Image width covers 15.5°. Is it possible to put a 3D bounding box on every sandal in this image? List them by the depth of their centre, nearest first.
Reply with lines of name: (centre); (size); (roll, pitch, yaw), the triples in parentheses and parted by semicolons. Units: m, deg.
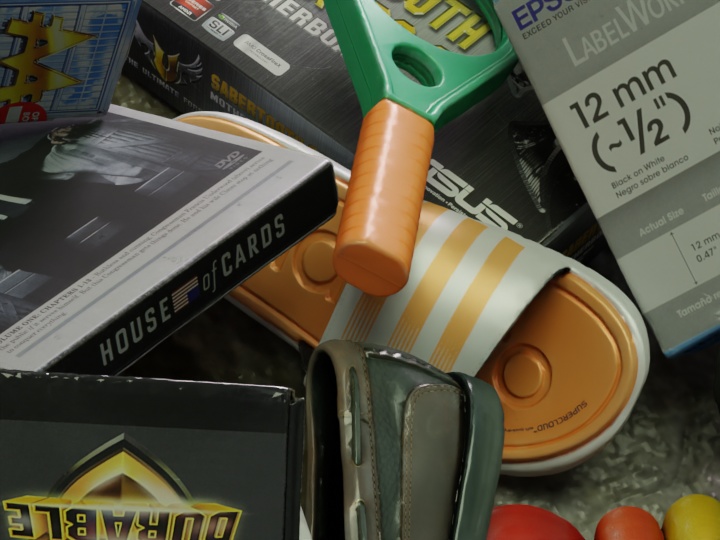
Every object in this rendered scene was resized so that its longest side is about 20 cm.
sandal: (-0.004, 0.007, 0.893); (0.206, 0.080, 0.059); (26, 10, 23)

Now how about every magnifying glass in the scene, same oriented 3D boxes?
magnifying glass: (0.016, -0.062, 0.896); (0.079, 0.022, 0.200); (28, 39, -12)

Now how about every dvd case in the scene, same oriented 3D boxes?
dvd case: (-0.130, -0.015, 0.878); (0.199, 0.025, 0.150); (16, 38, 35)

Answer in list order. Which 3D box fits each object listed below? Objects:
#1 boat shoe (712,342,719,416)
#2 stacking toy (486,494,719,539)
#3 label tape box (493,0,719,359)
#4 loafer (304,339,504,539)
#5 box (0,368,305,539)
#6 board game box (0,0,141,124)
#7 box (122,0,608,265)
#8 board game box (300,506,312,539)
boat shoe: (0.219, 0.026, 0.830); (0.199, 0.093, 0.075); (-15, 95, -12)
stacking toy: (0.123, 0.103, 0.844); (0.199, 0.086, 0.086); (0, 51, 3)
label tape box: (0.125, -0.092, 0.881); (0.201, 0.143, 0.066); (63, 25, 5)
loafer: (-0.007, 0.114, 0.798); (0.063, 0.072, 0.201); (26, 57, -23)
box: (-0.117, 0.124, 0.671); (0.199, 0.050, 0.200); (5, 82, -17)
board game box: (-0.184, -0.106, 0.877); (0.200, 0.062, 0.200); (35, 44, 13)
box: (0.028, -0.083, 0.993); (0.200, 0.048, 0.158); (37, 57, 22)
board game box: (-0.123, 0.109, 0.767); (0.199, 0.134, 0.034); (-16, 81, -19)
